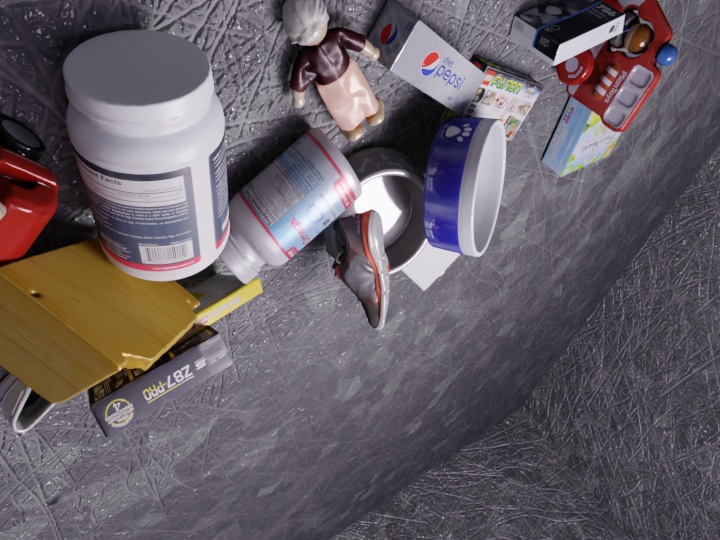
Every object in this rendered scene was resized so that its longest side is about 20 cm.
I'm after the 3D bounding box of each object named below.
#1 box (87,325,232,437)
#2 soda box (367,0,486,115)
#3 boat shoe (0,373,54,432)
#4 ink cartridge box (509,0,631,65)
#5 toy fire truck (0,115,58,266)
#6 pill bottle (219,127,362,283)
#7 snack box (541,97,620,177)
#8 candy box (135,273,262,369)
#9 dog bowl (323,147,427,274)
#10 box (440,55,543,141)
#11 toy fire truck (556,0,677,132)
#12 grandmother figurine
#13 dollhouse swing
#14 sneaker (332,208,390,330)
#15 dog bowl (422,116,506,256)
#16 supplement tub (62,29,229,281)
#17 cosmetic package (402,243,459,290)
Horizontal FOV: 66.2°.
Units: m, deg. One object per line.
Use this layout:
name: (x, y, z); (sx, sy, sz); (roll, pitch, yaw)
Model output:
box: (-0.265, 0.118, 0.707); (0.159, 0.198, 0.050); (-31, 108, -23)
soda box: (0.093, -0.282, 0.749); (0.197, 0.064, 0.069); (5, 127, -53)
boat shoe: (-0.368, 0.116, 0.690); (0.201, 0.066, 0.073); (-48, 149, 8)
ink cartridge box: (0.340, -0.393, 0.875); (0.196, 0.100, 0.040); (-29, 148, -24)
toy fire truck: (-0.303, -0.060, 0.408); (0.129, 0.201, 0.175); (-45, 150, 9)
pill bottle: (-0.100, -0.081, 0.723); (0.199, 0.109, 0.109); (-41, 151, -2)
snack box: (0.507, -0.316, 1.210); (0.196, 0.068, 0.172); (-22, 144, -31)
candy box: (-0.228, 0.057, 0.712); (0.198, 0.100, 0.027); (-34, 120, -43)
dog bowl: (0.028, -0.081, 0.855); (0.193, 0.059, 0.206); (-11, 123, -16)
box: (0.227, -0.285, 0.938); (0.196, 0.035, 0.112); (-6, 134, -47)
toy fire truck: (0.460, -0.374, 0.976); (0.110, 0.169, 0.203); (-8, 136, -44)
grandmother figurine: (-0.036, -0.239, 0.656); (0.121, 0.061, 0.201); (-41, 148, -1)
dollhouse swing: (-0.300, 0.076, 0.554); (0.177, 0.180, 0.200); (-51, -174, 10)
sneaker: (0.000, 0.000, 0.827); (0.079, 0.078, 0.206); (-2, 123, 11)
dog bowl: (0.163, -0.129, 0.850); (0.200, 0.076, 0.207); (-41, 136, -55)
supplement tub: (-0.200, -0.105, 0.539); (0.137, 0.141, 0.204); (-23, 145, -29)
cosmetic package: (0.103, -0.051, 1.035); (0.107, 0.085, 0.200); (-43, 151, 4)
